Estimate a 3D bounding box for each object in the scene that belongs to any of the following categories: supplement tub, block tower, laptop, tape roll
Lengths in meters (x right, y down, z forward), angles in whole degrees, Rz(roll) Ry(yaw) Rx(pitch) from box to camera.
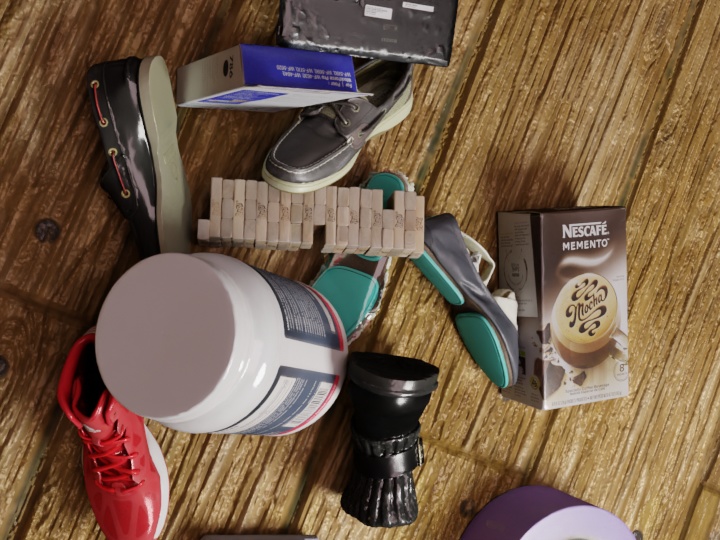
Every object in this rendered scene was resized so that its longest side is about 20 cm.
[{"bbox_3d":[-0.106,0.063,0.848,0.200,0.140,0.141,24,81,-66],"label":"supplement tub"},{"bbox_3d":[-0.043,-0.046,0.925,0.199,0.054,0.058,2,83,-6],"label":"block tower"},{"bbox_3d":[-0.003,-0.298,0.952,0.177,0.103,0.201,1,102,-26],"label":"laptop"},{"bbox_3d":[0.198,0.336,1.102,0.199,0.085,0.201,-2,94,-26],"label":"tape roll"}]

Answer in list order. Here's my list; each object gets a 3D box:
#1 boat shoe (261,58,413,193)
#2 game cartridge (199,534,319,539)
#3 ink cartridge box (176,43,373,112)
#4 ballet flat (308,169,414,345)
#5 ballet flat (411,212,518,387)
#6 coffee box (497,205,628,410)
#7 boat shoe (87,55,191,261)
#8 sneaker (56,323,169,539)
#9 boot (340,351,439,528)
[{"bbox_3d":[-0.017,-0.141,0.930,0.201,0.072,0.066,-42,153,-39],"label":"boat shoe"},{"bbox_3d":[-0.113,0.346,0.973,0.133,0.040,0.201,8,91,-31],"label":"game cartridge"},{"bbox_3d":[-0.076,-0.157,0.856,0.099,0.200,0.039,0,95,-28],"label":"ink cartridge box"},{"bbox_3d":[0.000,0.000,0.984,0.076,0.064,0.200,26,82,14],"label":"ballet flat"},{"bbox_3d":[0.119,0.025,1.046,0.073,0.073,0.200,-40,108,-18],"label":"ballet flat"},{"bbox_3d":[0.211,0.034,1.085,0.113,0.080,0.201,-6,97,-26],"label":"coffee box"},{"bbox_3d":[-0.186,-0.080,0.887,0.063,0.074,0.202,-4,109,9],"label":"boat shoe"},{"bbox_3d":[-0.212,0.144,0.850,0.078,0.116,0.201,-10,91,6],"label":"sneaker"},{"bbox_3d":[0.023,0.157,0.940,0.079,0.211,0.158,9,87,6],"label":"boot"}]
